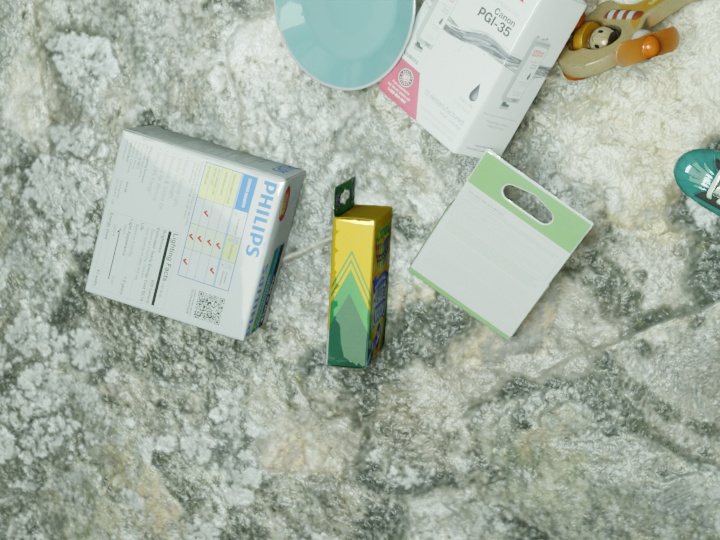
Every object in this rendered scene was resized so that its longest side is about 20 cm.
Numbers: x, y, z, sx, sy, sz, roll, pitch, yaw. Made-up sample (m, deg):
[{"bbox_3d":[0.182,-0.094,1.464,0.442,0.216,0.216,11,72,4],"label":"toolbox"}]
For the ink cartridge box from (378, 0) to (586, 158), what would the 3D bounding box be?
[{"bbox_3d":[0.129,-0.243,1.478,0.147,0.082,0.201,45,116,35],"label":"ink cartridge box"}]

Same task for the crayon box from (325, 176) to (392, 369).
[{"bbox_3d":[0.000,0.000,1.562,0.051,0.126,0.202,4,100,10],"label":"crayon box"}]

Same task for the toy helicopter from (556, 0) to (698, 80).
[{"bbox_3d":[0.302,-0.268,1.468,0.199,0.132,0.079,-31,122,-2],"label":"toy helicopter"}]

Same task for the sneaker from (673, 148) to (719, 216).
[{"bbox_3d":[0.435,-0.072,1.488,0.199,0.080,0.072,29,104,5],"label":"sneaker"}]

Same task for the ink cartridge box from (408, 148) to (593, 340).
[{"bbox_3d":[0.159,-0.033,1.527,0.145,0.048,0.201,35,128,4],"label":"ink cartridge box"}]

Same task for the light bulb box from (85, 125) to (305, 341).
[{"bbox_3d":[-0.190,-0.047,1.592,0.198,0.125,0.200,17,102,7],"label":"light bulb box"}]

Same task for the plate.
[{"bbox_3d":[-0.015,-0.304,1.531,0.199,0.025,0.202,12,110,35],"label":"plate"}]
